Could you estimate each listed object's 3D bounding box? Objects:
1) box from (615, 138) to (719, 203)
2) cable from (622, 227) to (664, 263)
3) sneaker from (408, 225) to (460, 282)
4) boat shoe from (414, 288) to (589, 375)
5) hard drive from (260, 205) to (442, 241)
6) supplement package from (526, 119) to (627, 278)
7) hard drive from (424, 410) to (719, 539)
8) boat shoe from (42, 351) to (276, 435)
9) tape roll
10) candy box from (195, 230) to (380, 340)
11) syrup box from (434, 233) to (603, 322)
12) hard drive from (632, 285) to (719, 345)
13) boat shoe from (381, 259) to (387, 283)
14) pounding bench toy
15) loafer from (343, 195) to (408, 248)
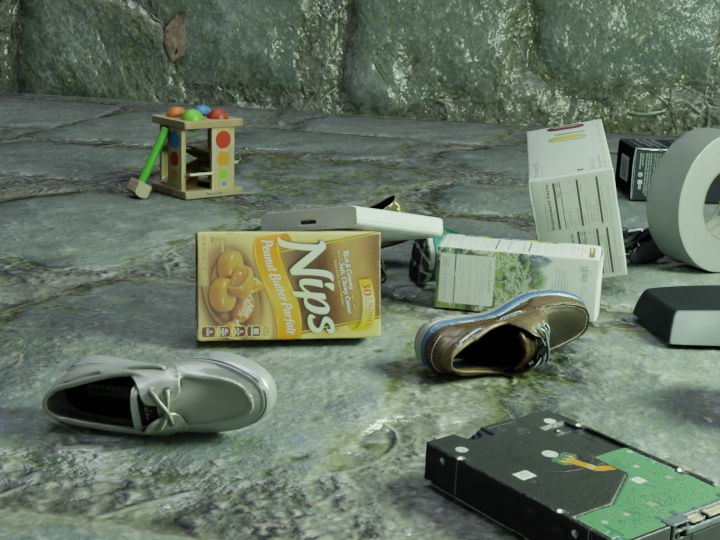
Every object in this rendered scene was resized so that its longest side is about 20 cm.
[{"bbox_3d":[0.618,-0.198,2.199,0.199,0.105,0.148,3,14,1],"label":"box"},{"bbox_3d":[0.357,-0.049,1.672,0.199,0.051,0.163,-7,19,-28],"label":"cable"},{"bbox_3d":[0.111,-0.029,1.525,0.079,0.078,0.200,12,15,4],"label":"sneaker"},{"bbox_3d":[0.158,0.074,1.140,0.199,0.073,0.072,-14,24,-20],"label":"boat shoe"},{"bbox_3d":[-0.006,-0.054,1.324,0.131,0.026,0.200,-3,-4,32],"label":"hard drive"},{"bbox_3d":[0.293,-0.097,1.528,0.110,0.156,0.200,-9,24,11],"label":"supplement package"},{"bbox_3d":[0.162,0.163,0.830,0.139,0.038,0.200,-9,17,-36],"label":"hard drive"},{"bbox_3d":[-0.172,0.107,0.938,0.199,0.072,0.066,5,19,15],"label":"boat shoe"},{"bbox_3d":[0.506,-0.102,1.601,0.199,0.201,0.066,-6,15,-30],"label":"tape roll"},{"bbox_3d":[-0.079,0.015,1.208,0.199,0.116,0.055,-1,3,-9],"label":"candy box"},{"bbox_3d":[0.195,0.007,1.369,0.199,0.079,0.081,5,14,11],"label":"syrup box"},{"bbox_3d":[0.435,0.052,1.301,0.199,0.043,0.135,1,14,-7],"label":"hard drive"},{"bbox_3d":[0.000,0.000,1.410,0.066,0.070,0.200,-3,7,-13],"label":"boat shoe"},{"bbox_3d":[-0.329,-0.217,2.025,0.199,0.157,0.124,-10,19,-39],"label":"pounding bench toy"},{"bbox_3d":[-0.023,-0.055,1.552,0.199,0.068,0.076,-17,17,-11],"label":"loafer"}]
